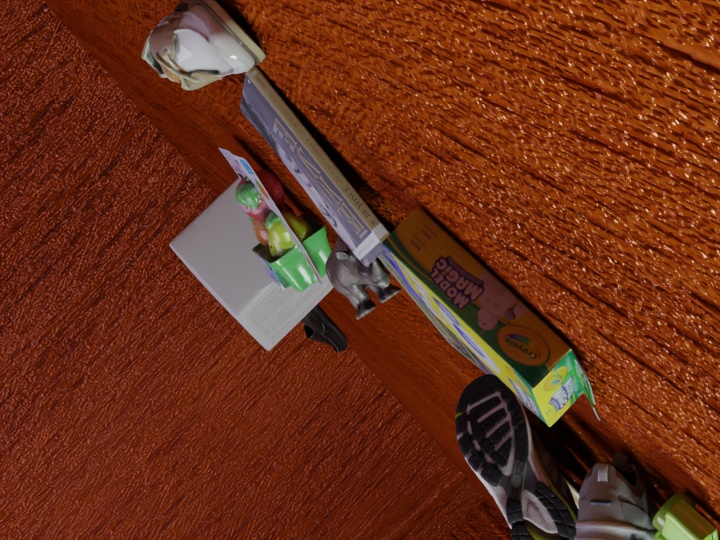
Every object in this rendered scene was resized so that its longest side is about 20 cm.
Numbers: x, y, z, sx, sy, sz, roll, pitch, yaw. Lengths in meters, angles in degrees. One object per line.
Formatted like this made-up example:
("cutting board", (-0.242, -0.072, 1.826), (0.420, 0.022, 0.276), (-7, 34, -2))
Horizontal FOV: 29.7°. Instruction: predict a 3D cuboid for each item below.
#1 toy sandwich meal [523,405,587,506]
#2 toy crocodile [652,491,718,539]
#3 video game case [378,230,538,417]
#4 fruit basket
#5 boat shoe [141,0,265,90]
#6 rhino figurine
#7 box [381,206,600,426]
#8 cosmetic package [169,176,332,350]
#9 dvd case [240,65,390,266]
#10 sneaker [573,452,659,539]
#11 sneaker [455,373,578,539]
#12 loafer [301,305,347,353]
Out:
("toy sandwich meal", (0.199, 0.198, 1.410), (0.205, 0.070, 0.205), (43, 172, 8))
("toy crocodile", (0.268, 0.232, 1.110), (0.067, 0.062, 0.200), (44, 174, 24))
("video game case", (0.094, 0.046, 1.319), (0.200, 0.022, 0.182), (49, 174, -37))
("fruit basket", (-0.122, -0.069, 1.788), (0.200, 0.094, 0.185), (52, 173, -18))
("boat shoe", (-0.136, -0.185, 1.142), (0.075, 0.068, 0.200), (47, 175, -18))
("rhino figurine", (0.000, 0.000, 1.500), (0.088, 0.060, 0.200), (57, 172, 2))
("box", (0.108, 0.047, 1.079), (0.200, 0.048, 0.117), (42, 174, 25))
("cosmetic package", (-0.157, -0.011, 2.079), (0.166, 0.167, 0.200), (45, 174, 19))
("dvd case", (-0.044, -0.092, 1.268), (0.200, 0.016, 0.149), (51, 171, 0))
("sneaker", (0.235, 0.203, 1.202), (0.074, 0.083, 0.200), (4, 176, 15))
("sneaker", (0.152, 0.192, 1.277), (0.081, 0.074, 0.201), (30, -145, -63))
("loafer", (-0.105, 0.140, 3.315), (0.200, 0.071, 0.073), (50, 173, -35))
